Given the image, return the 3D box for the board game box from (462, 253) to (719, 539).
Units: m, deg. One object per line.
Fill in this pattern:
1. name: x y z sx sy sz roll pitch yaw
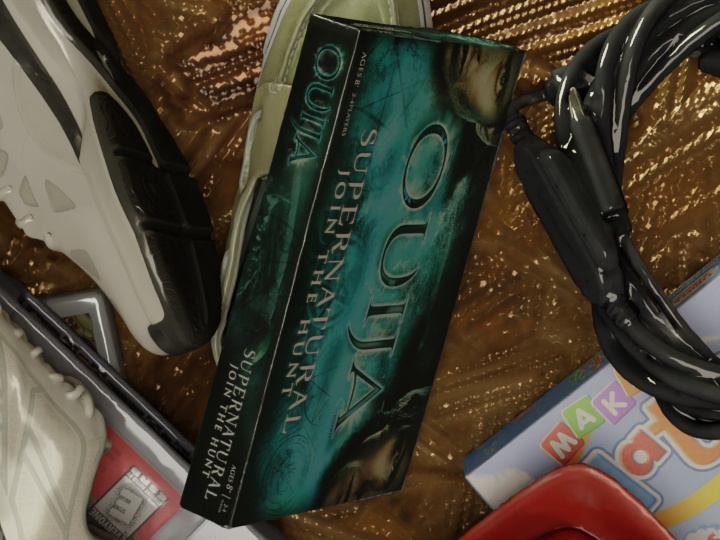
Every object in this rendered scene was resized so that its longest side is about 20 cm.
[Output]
1. board game box: 0.164 0.113 0.982 0.151 0.037 0.200 -40 96 8

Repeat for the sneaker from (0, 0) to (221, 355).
1. sneaker: -0.140 -0.037 0.940 0.115 0.076 0.201 -30 76 15

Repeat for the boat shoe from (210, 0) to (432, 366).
1. boat shoe: -0.016 -0.044 0.947 0.072 0.062 0.200 14 101 -1

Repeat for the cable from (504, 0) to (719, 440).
1. cable: 0.162 -0.023 0.930 0.163 0.051 0.200 -27 72 -8

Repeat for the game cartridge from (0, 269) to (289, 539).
1. game cartridge: -0.142 0.098 0.969 0.200 0.041 0.133 43 102 -5

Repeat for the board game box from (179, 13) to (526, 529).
1. board game box: 0.000 0.000 0.920 0.028 0.135 0.200 22 103 29

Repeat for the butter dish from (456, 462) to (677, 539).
1. butter dish: 0.077 0.218 0.929 0.199 0.148 0.200 46 120 -4

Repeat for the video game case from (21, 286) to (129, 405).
1. video game case: -0.179 0.120 1.003 0.182 0.023 0.200 -10 99 4

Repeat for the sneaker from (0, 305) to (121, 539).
1. sneaker: -0.148 0.051 0.915 0.081 0.075 0.200 -17 101 -9
